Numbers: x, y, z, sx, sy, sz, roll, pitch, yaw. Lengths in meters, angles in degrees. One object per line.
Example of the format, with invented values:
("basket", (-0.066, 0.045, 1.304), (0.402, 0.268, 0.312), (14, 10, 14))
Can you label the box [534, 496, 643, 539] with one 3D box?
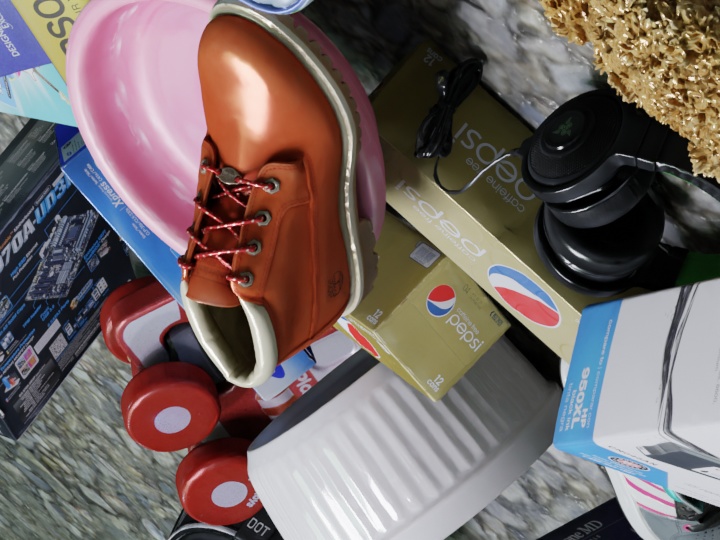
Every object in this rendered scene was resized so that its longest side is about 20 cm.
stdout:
("box", (0.199, 0.233, 1.614), (0.200, 0.148, 0.105), (27, 121, 32))

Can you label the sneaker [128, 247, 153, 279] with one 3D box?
("sneaker", (-0.142, -0.045, 1.808), (0.090, 0.066, 0.200), (39, 156, 16))

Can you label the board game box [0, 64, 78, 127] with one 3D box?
("board game box", (-0.193, -0.167, 1.593), (0.200, 0.047, 0.151), (13, 123, 51))

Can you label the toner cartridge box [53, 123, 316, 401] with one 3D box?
("toner cartridge box", (-0.109, -0.016, 1.648), (0.200, 0.043, 0.095), (50, -174, -19))

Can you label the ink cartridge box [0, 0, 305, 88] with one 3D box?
("ink cartridge box", (-0.160, -0.186, 1.428), (0.199, 0.047, 0.198), (-17, 133, 17))

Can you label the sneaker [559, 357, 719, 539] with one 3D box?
("sneaker", (0.202, 0.115, 1.514), (0.200, 0.084, 0.121), (54, 165, -29))

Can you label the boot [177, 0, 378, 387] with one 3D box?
("boot", (-0.052, -0.036, 1.319), (0.075, 0.107, 0.200), (14, 133, 35))

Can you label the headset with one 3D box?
("headset", (0.123, -0.051, 1.355), (0.199, 0.094, 0.124), (15, 152, 20))

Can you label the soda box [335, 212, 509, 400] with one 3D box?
("soda box", (0.000, 0.000, 1.563), (0.068, 0.064, 0.200), (49, 173, -34))

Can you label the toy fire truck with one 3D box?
("toy fire truck", (-0.073, 0.064, 1.792), (0.200, 0.168, 0.112), (59, -173, -41))

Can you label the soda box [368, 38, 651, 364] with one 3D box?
("soda box", (0.081, -0.031, 1.444), (0.200, 0.064, 0.068), (41, 160, -3))

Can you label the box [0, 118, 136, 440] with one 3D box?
("box", (-0.221, -0.006, 1.825), (0.046, 0.200, 0.159), (22, 153, 30))

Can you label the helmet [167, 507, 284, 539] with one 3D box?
("helmet", (-0.037, 0.199, 1.941), (0.200, 0.191, 0.201), (22, 131, 28))

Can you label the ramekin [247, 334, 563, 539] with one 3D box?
("ramekin", (0.023, 0.104, 1.644), (0.105, 0.200, 0.200), (53, 158, -4))

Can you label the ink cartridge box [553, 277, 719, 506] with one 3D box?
("ink cartridge box", (0.209, 0.066, 1.324), (0.144, 0.085, 0.200), (20, 166, -20))

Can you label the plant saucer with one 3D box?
("plant saucer", (-0.065, -0.079, 1.417), (0.200, 0.051, 0.201), (25, 140, 23))

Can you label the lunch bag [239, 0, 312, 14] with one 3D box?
("lunch bag", (-0.065, -0.225, 1.254), (0.200, 0.076, 0.161), (32, 133, 16))

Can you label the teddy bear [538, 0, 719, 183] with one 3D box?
("teddy bear", (0.156, -0.083, 1.204), (0.200, 0.067, 0.145), (42, 162, -3))
